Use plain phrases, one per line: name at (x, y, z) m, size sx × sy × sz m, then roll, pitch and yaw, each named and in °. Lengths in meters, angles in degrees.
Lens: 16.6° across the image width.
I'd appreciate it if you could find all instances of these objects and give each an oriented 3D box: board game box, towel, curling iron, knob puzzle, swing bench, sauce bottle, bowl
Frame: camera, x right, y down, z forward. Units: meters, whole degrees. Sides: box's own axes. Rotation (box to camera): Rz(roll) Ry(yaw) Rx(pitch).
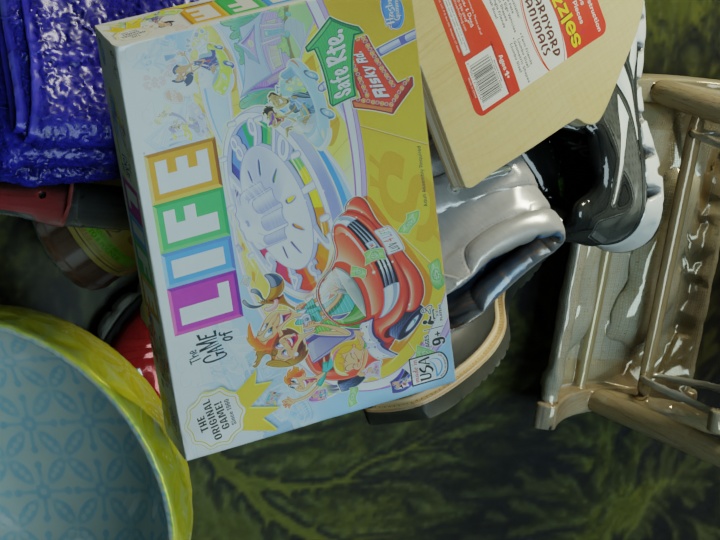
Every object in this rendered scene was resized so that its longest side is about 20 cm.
board game box at (-0.034, -0.026, 1.090) m, size 0.134 × 0.034 × 0.200 m, roll -16°, pitch 117°, yaw -16°
towel at (-0.111, -0.139, 1.115) m, size 0.148 × 0.050 × 0.200 m, roll -6°, pitch 71°, yaw -17°
curling iron at (-0.140, -0.041, 1.152) m, size 0.200 × 0.026 × 0.050 m, roll 13°, pitch 104°, yaw 9°
knob puzzle at (0.072, -0.160, 1.193) m, size 0.220 × 0.030 × 0.220 m, roll 4°, pitch 84°, yaw -43°
swing bench at (0.218, 0.007, 1.366) m, size 0.130 × 0.200 × 0.199 m, roll -18°, pitch 121°, yaw -62°
sauce bottle at (-0.067, -0.062, 1.177) m, size 0.200 × 0.065 × 0.065 m, roll -32°, pitch 126°, yaw 21°
bowl at (-0.162, 0.097, 1.197) m, size 0.108 × 0.200 × 0.200 m, roll -46°, pitch 138°, yaw -63°

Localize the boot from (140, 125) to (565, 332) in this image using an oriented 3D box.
boot at (0.000, 0.000, 1.178) m, size 0.200 × 0.096 × 0.074 m, roll -32°, pitch 159°, yaw -9°

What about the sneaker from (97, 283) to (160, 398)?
sneaker at (-0.069, 0.026, 1.251) m, size 0.077 × 0.085 × 0.200 m, roll 37°, pitch 86°, yaw -33°

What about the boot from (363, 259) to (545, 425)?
boot at (0.030, -0.029, 1.259) m, size 0.138 × 0.077 × 0.200 m, roll 68°, pitch 29°, yaw -29°

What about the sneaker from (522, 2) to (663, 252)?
sneaker at (0.108, -0.104, 1.281) m, size 0.090 × 0.066 × 0.200 m, roll -13°, pitch 94°, yaw -57°
